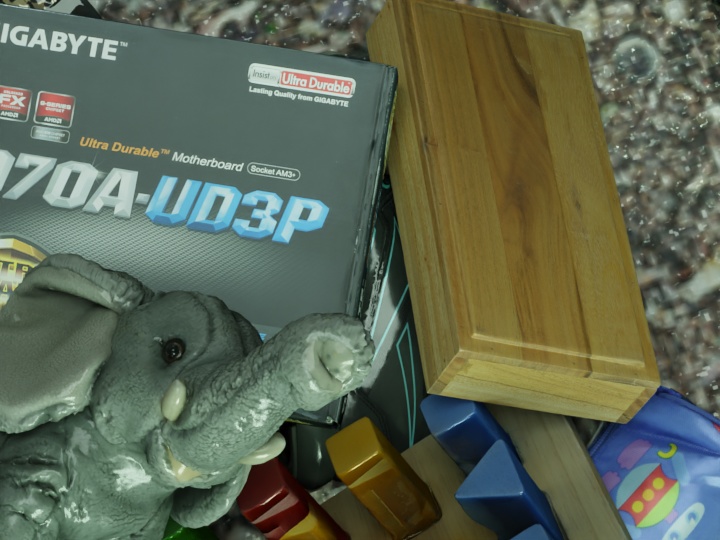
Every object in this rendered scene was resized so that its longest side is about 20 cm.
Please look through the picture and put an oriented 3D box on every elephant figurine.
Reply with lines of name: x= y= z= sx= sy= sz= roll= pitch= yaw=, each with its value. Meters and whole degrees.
elephant figurine: x=-0.088 y=0.060 z=1.087 sx=0.155 sy=0.141 sz=0.200 roll=42 pitch=98 yaw=18

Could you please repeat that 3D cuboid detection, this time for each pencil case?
pencil case: x=0.097 y=0.137 z=1.196 sx=0.087 sy=0.078 sz=0.200 roll=41 pitch=81 yaw=2

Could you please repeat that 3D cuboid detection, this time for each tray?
tray: x=0.066 y=-0.031 z=1.207 sx=0.098 sy=0.037 sz=0.201 roll=10 pitch=49 yaw=-24

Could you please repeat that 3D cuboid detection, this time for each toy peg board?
toy peg board: x=0.010 y=0.141 z=1.127 sx=0.199 sy=0.098 sz=0.200 roll=-33 pitch=43 yaw=8

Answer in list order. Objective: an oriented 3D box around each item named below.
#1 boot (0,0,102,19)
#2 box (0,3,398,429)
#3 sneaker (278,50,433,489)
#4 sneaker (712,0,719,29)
boot: x=-0.167 y=-0.055 z=1.268 sx=0.150 sy=0.073 sz=0.200 roll=-39 pitch=70 yaw=-4
box: x=-0.092 y=-0.025 z=1.192 sx=0.199 sy=0.046 sz=0.160 roll=10 pitch=84 yaw=4
sneaker: x=0.000 y=0.000 z=1.251 sx=0.079 sy=0.075 sz=0.201 roll=0 pitch=83 yaw=-9
sneaker: x=0.222 y=-0.089 z=1.254 sx=0.090 sy=0.066 sz=0.201 roll=-19 pitch=73 yaw=1
